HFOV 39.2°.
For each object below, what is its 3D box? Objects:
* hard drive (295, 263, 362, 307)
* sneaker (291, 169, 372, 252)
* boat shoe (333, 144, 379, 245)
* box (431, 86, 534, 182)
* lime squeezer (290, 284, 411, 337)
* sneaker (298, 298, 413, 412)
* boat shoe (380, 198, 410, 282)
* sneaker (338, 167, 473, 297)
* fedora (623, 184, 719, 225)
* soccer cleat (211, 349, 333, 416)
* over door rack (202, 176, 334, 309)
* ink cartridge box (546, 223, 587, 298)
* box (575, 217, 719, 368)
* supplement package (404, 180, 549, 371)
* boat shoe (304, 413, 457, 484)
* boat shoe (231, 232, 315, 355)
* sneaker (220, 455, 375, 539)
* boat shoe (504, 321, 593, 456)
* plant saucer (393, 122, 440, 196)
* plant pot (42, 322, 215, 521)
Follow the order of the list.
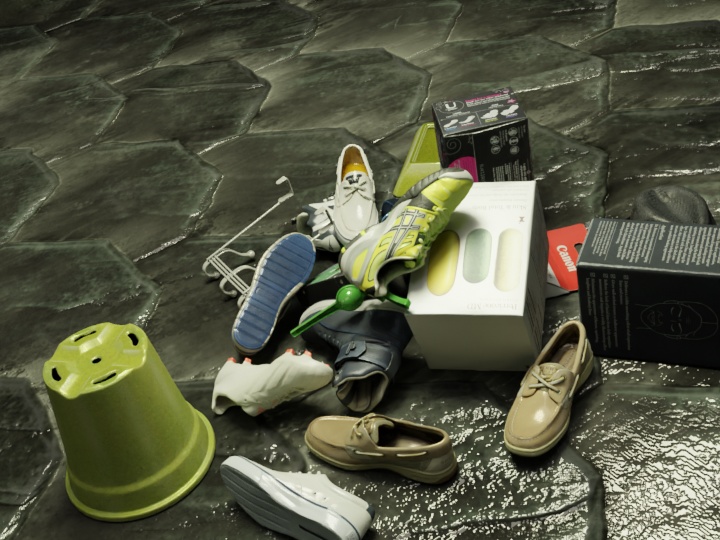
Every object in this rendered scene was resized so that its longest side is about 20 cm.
[{"bbox_3d":[0.000,0.000,1.445,0.139,0.038,0.200,-31,7,-26],"label":"hard drive"},{"bbox_3d":[-0.045,-0.098,1.641,0.129,0.080,0.200,1,47,5],"label":"sneaker"},{"bbox_3d":[-0.008,-0.119,1.552,0.071,0.070,0.200,-4,45,4],"label":"boat shoe"},{"bbox_3d":[0.191,-0.159,1.545,0.132,0.201,0.115,-12,36,0],"label":"box"},{"bbox_3d":[-0.003,0.045,1.303,0.200,0.038,0.071,-16,48,38],"label":"lime squeezer"},{"bbox_3d":[-0.025,0.114,1.346,0.202,0.077,0.147,-9,49,42],"label":"sneaker"},{"bbox_3d":[0.064,-0.052,1.537,0.068,0.084,0.200,-8,31,-17],"label":"boat shoe"},{"bbox_3d":[0.068,-0.044,1.252,0.200,0.075,0.076,-43,56,8],"label":"sneaker"},{"bbox_3d":[0.436,-0.056,1.415,0.200,0.092,0.201,-9,35,7],"label":"fedora"},{"bbox_3d":[-0.115,0.152,1.311,0.200,0.069,0.078,-10,53,41],"label":"soccer cleat"},{"bbox_3d":[-0.137,-0.033,1.569,0.200,0.067,0.148,-48,41,-4],"label":"over door rack"},{"bbox_3d":[0.249,-0.022,1.471,0.199,0.050,0.161,-15,35,1],"label":"ink cartridge box"},{"bbox_3d":[0.383,0.027,1.271,0.199,0.149,0.107,6,39,24],"label":"box"},{"bbox_3d":[0.157,0.009,1.317,0.151,0.151,0.201,0,58,18],"label":"supplement package"},{"bbox_3d":[0.020,0.201,1.219,0.199,0.065,0.072,9,41,28],"label":"boat shoe"},{"bbox_3d":[-0.133,0.033,1.460,0.072,0.072,0.200,33,64,-3],"label":"boat shoe"},{"bbox_3d":[-0.073,0.264,1.171,0.200,0.073,0.071,24,39,28],"label":"sneaker"},{"bbox_3d":[0.227,0.140,1.224,0.072,0.065,0.200,12,42,31],"label":"boat shoe"},{"bbox_3d":[0.167,-0.203,1.747,0.199,0.048,0.200,-1,37,18],"label":"plant saucer"},{"bbox_3d":[-0.300,0.173,1.259,0.200,0.185,0.201,-8,35,6],"label":"plant pot"}]
